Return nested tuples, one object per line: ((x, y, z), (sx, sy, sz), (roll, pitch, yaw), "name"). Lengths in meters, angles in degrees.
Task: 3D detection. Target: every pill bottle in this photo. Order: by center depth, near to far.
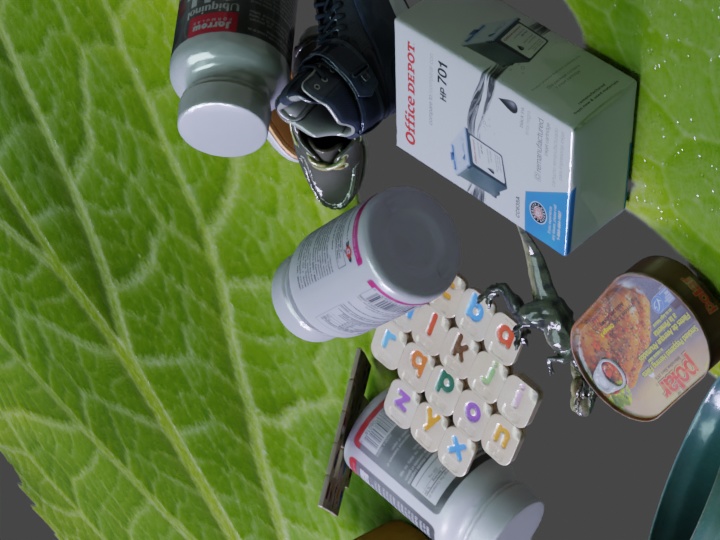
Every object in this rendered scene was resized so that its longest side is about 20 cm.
((-0.114, -0.207, 1.713), (0.109, 0.202, 0.111), (3, 148, 2), "pill bottle")
((0.000, 0.000, 1.851), (0.114, 0.113, 0.200), (56, 144, -5), "pill bottle")
((0.088, 0.217, 1.978), (0.200, 0.114, 0.114), (38, 148, 26), "pill bottle")

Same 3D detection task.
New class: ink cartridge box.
((0.125, -0.129, 1.572), (0.199, 0.086, 0.147), (34, 146, 30), "ink cartridge box")

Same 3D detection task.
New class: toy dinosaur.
((0.161, 0.039, 1.747), (0.088, 0.047, 0.201), (-7, 114, 48), "toy dinosaur")

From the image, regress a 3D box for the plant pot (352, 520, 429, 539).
((0.009, 0.396, 2.223), (0.200, 0.183, 0.201), (36, 147, 28), "plant pot")

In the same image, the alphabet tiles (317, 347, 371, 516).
((-0.013, 0.178, 2.039), (0.007, 0.169, 0.200), (13, 171, 7), "alphabet tiles")

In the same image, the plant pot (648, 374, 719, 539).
((0.327, 0.195, 1.536), (0.133, 0.201, 0.201), (22, 148, 0), "plant pot")

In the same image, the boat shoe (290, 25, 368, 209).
((-0.033, -0.133, 1.800), (0.071, 0.061, 0.203), (3, 132, 8), "boat shoe")

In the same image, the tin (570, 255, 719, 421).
((0.250, 0.060, 1.640), (0.112, 0.042, 0.200), (53, 153, 10), "tin")

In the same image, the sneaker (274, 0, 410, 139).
((-0.032, -0.212, 1.657), (0.203, 0.146, 0.077), (57, 153, -3), "sneaker")

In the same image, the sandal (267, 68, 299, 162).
((-0.090, -0.199, 1.841), (0.207, 0.079, 0.059), (53, 152, -16), "sandal")

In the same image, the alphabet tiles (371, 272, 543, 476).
((0.093, 0.100, 1.885), (0.200, 0.015, 0.197), (40, 128, 28), "alphabet tiles")
